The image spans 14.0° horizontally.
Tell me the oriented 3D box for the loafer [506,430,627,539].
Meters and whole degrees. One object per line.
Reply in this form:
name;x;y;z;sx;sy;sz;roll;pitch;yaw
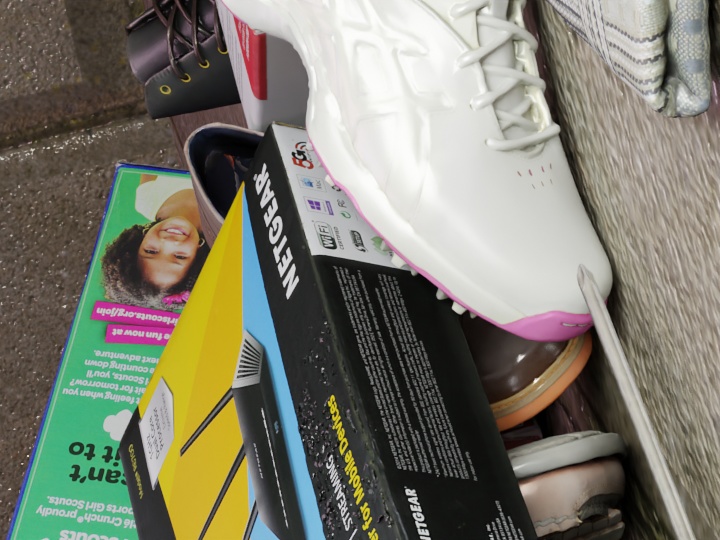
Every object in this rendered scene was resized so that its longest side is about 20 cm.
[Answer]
loafer;0.055;0.092;0.967;0.200;0.072;0.063;111;146;-83

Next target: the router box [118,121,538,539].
router box;-0.015;0.074;0.905;0.200;0.051;0.149;-109;36;-48

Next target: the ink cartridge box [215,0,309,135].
ink cartridge box;-0.023;-0.163;1.044;0.144;0.084;0.200;98;157;-76

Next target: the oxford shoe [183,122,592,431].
oxford shoe;0.000;0.000;1.002;0.200;0.071;0.073;23;155;51

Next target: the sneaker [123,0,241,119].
sneaker;-0.055;-0.120;1.331;0.200;0.106;0.075;90;165;-67

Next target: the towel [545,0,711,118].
towel;0.038;-0.156;0.733;0.193;0.034;0.200;-116;14;-64

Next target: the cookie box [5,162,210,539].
cookie box;-0.077;0.085;1.240;0.171;0.075;0.200;75;-156;-57

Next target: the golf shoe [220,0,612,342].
golf shoe;0.022;-0.072;0.892;0.092;0.075;0.200;-43;76;35

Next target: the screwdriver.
screwdriver;0.096;0.080;0.804;0.028;0.029;0.200;85;173;-59

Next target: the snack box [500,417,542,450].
snack box;0.063;0.119;1.175;0.072;0.024;0.200;-110;8;-53
